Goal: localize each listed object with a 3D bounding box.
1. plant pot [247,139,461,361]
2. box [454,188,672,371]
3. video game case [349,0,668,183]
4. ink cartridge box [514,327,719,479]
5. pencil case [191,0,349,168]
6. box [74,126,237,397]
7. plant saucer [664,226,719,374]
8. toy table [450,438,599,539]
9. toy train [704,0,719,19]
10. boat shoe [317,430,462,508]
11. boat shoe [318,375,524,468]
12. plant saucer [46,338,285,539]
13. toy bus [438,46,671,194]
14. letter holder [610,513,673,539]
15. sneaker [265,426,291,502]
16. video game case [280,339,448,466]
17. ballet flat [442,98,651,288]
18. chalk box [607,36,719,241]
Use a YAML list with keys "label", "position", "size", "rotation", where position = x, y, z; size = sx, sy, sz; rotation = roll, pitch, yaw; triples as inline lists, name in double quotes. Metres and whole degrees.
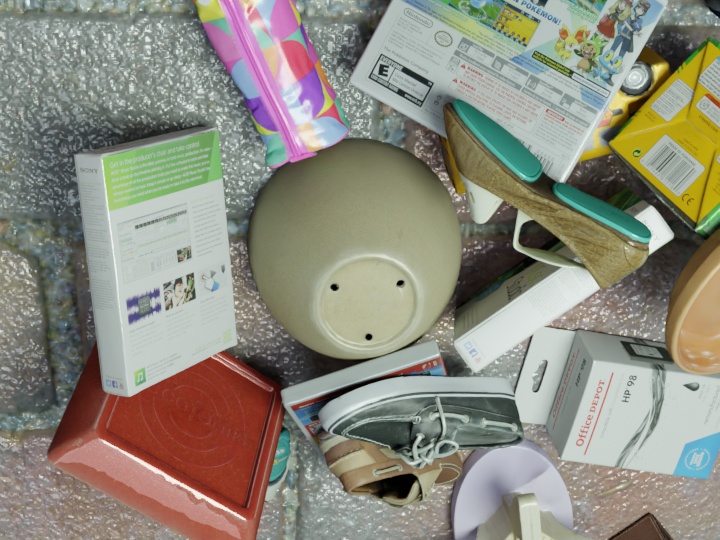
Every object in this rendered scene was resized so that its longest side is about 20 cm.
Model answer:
- label: "plant pot"
  position: [0.000, 0.000, 0.973]
  size: [0.199, 0.135, 0.201]
  rotation: [-2, 113, -5]
- label: "box"
  position: [0.172, 0.004, 0.979]
  size: [0.200, 0.144, 0.036]
  rotation: [-35, 95, 10]
- label: "video game case"
  position: [0.119, -0.187, 0.912]
  size: [0.199, 0.022, 0.183]
  rotation: [30, 98, 5]
- label: "ink cartridge box"
  position: [0.259, 0.131, 1.095]
  size: [0.199, 0.067, 0.116]
  rotation: [9, 113, -10]
- label: "pencil case"
  position: [-0.081, -0.184, 0.912]
  size: [0.088, 0.088, 0.201]
  rotation: [-25, 115, 5]
- label: "box"
  position: [-0.167, -0.012, 0.936]
  size: [0.036, 0.144, 0.201]
  rotation: [8, 108, 32]
- label: "plant saucer"
  position: [0.331, 0.004, 0.919]
  size: [0.199, 0.038, 0.201]
  rotation: [-21, 141, -18]
- label: "toy table"
  position: [0.166, 0.282, 1.126]
  size: [0.183, 0.117, 0.201]
  rotation: [-20, 113, 3]
- label: "toy train"
  position: [0.334, -0.301, 0.904]
  size: [0.114, 0.087, 0.201]
  rotation: [-11, 115, 5]
- label: "boat shoe"
  position: [0.035, 0.193, 1.057]
  size: [0.076, 0.072, 0.200]
  rotation: [-35, 147, 28]
- label: "boat shoe"
  position: [0.059, 0.138, 0.978]
  size: [0.199, 0.068, 0.074]
  rotation: [4, 146, -35]
- label: "plant saucer"
  position: [-0.152, 0.130, 0.979]
  size: [0.199, 0.200, 0.037]
  rotation: [34, 126, -19]
- label: "toy bus"
  position: [0.169, -0.134, 0.969]
  size: [0.199, 0.065, 0.079]
  rotation: [-15, 114, 1]
- label: "letter holder"
  position: [0.271, 0.380, 1.165]
  size: [0.200, 0.142, 0.101]
  rotation: [-37, 112, 10]
- label: "sneaker"
  position: [-0.162, 0.159, 1.073]
  size: [0.199, 0.077, 0.080]
  rotation: [20, 91, -19]
- label: "video game case"
  position: [0.017, 0.130, 1.033]
  size: [0.142, 0.018, 0.200]
  rotation: [-18, 152, 2]
- label: "ballet flat"
  position: [0.133, -0.053, 0.880]
  size: [0.200, 0.068, 0.072]
  rotation: [35, 117, 6]
- label: "chalk box"
  position: [0.330, -0.083, 0.959]
  size: [0.124, 0.125, 0.200]
  rotation: [-47, 142, 14]
